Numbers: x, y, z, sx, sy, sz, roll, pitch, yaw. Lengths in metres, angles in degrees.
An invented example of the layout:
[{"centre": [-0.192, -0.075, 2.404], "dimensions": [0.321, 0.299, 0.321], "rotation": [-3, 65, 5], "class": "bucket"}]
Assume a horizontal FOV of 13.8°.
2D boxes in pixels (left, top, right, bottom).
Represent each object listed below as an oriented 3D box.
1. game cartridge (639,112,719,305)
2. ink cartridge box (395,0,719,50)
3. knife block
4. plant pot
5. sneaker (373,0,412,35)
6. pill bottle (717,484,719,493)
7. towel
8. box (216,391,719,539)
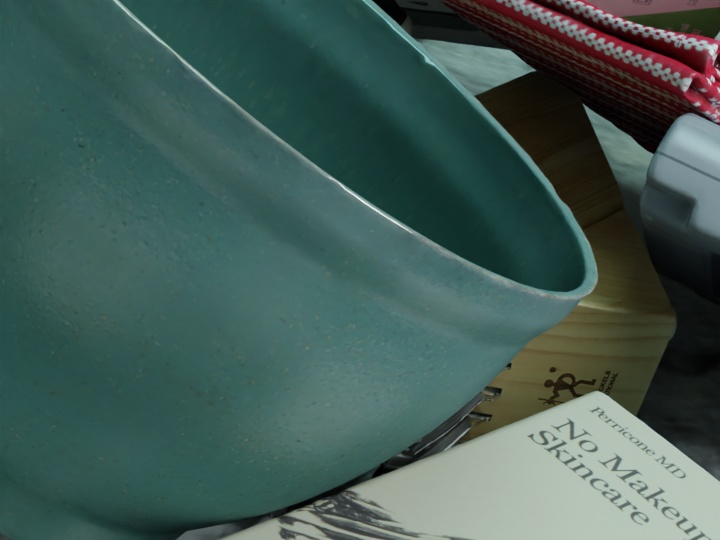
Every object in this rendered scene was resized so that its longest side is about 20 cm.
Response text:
[{"centre": [0.155, 0.004, 0.941], "dimensions": [0.133, 0.041, 0.200], "rotation": [30, -2, 9], "class": "game cartridge"}, {"centre": [0.034, -0.138, 1.001], "dimensions": [0.198, 0.146, 0.085], "rotation": [6, 73, -6], "class": "ink cartridge box"}, {"centre": [0.000, 0.000, 0.920], "dimensions": [0.174, 0.064, 0.200], "rotation": [11, 31, -18], "class": "knife block"}, {"centre": [-0.059, -0.012, 0.749], "dimensions": [0.200, 0.134, 0.200], "rotation": [38, 14, -11], "class": "plant pot"}, {"centre": [-0.066, -0.055, 0.949], "dimensions": [0.199, 0.088, 0.076], "rotation": [-14, 46, -43], "class": "sneaker"}, {"centre": [0.197, 0.102, 0.827], "dimensions": [0.199, 0.111, 0.111], "rotation": [31, 31, 19], "class": "pill bottle"}, {"centre": [0.103, -0.056, 0.976], "dimensions": [0.144, 0.023, 0.200], "rotation": [28, 0, 38], "class": "towel"}, {"centre": [0.019, 0.100, 0.764], "dimensions": [0.082, 0.069, 0.199], "rotation": [38, 34, 26], "class": "box"}]
